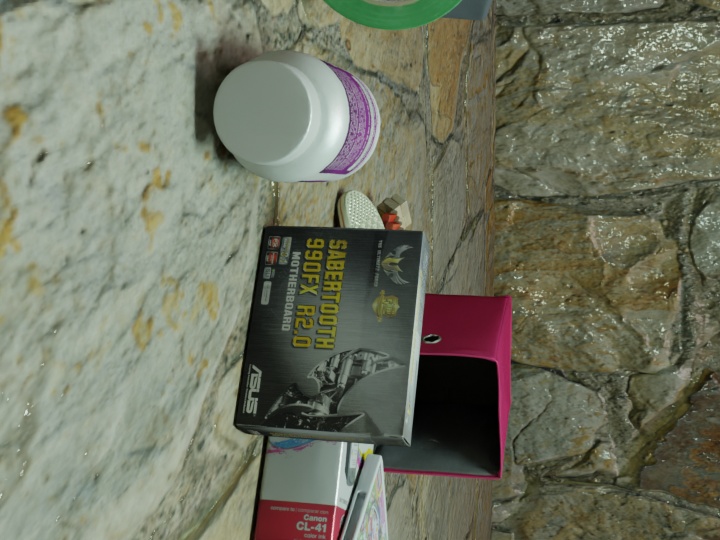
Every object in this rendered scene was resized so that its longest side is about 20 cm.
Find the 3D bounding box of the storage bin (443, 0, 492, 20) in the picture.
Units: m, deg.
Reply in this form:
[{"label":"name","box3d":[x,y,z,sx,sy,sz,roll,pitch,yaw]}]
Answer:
[{"label":"storage bin","box3d":[0.096,-0.409,1.414,0.134,0.200,0.146,87,8,-75]}]

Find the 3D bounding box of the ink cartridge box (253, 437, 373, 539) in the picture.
[{"label":"ink cartridge box","box3d":[-0.041,0.196,1.117,0.148,0.085,0.200,57,39,-67]}]

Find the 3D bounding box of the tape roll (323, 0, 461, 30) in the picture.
[{"label":"tape roll","box3d":[0.032,-0.347,1.086,0.048,0.200,0.201,-68,157,-56]}]

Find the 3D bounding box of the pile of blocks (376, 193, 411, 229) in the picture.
[{"label":"pile of blocks","box3d":[0.031,-0.030,1.420,0.062,0.082,0.200,74,8,-48]}]

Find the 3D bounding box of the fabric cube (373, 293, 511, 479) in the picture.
[{"label":"fabric cube","box3d":[0.116,0.159,1.551,0.199,0.196,0.200,-62,151,-62]}]

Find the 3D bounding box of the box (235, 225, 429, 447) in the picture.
[{"label":"box","box3d":[-0.023,0.060,1.008,0.048,0.158,0.200,60,35,-67]}]

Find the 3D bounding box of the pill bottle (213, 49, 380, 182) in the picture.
[{"label":"pill bottle","box3d":[-0.055,-0.133,0.937,0.200,0.112,0.113,-20,111,-77]}]

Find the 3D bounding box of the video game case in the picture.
[{"label":"video game case","box3d":[-0.005,0.306,1.082,0.200,0.018,0.143,-68,159,-50]}]

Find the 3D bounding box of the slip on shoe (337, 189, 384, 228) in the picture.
[{"label":"slip on shoe","box3d":[0.000,0.000,1.337,0.074,0.061,0.200,-23,104,-50]}]
